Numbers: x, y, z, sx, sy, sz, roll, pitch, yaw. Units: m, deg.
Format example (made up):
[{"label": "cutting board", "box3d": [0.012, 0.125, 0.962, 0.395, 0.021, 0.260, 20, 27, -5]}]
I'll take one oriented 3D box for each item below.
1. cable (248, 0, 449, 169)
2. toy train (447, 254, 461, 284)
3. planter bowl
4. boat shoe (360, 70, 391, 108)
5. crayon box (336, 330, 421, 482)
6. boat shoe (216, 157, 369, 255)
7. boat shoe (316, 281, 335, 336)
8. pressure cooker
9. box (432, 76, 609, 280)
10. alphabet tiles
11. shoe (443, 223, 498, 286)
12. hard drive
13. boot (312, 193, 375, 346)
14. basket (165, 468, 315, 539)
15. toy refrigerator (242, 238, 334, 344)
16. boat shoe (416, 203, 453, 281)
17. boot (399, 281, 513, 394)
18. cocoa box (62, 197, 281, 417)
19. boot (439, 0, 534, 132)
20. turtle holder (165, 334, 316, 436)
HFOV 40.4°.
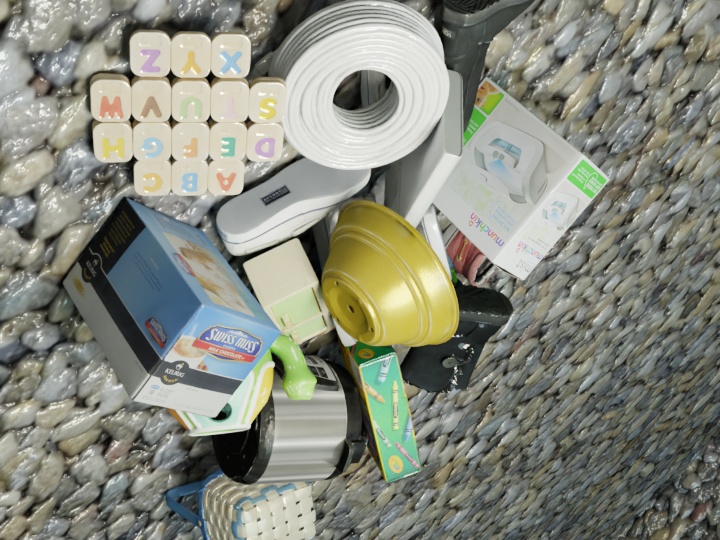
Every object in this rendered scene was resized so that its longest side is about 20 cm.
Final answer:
[{"label": "cable", "box3d": [-0.001, -0.202, 1.074, 0.199, 0.070, 0.200, 28, 122, -35]}, {"label": "toy train", "box3d": [0.047, 0.028, 1.420, 0.199, 0.085, 0.116, -28, 129, -12]}, {"label": "planter bowl", "box3d": [0.014, 0.026, 1.140, 0.083, 0.200, 0.201, -38, 146, -28]}, {"label": "boat shoe", "box3d": [0.041, -0.221, 1.162, 0.073, 0.065, 0.201, -35, 144, -11]}, {"label": "crayon box", "box3d": [0.026, 0.184, 1.392, 0.058, 0.119, 0.201, -18, 116, -10]}, {"label": "boat shoe", "box3d": [-0.080, -0.081, 1.189, 0.199, 0.074, 0.066, -22, 149, -10]}, {"label": "boat shoe", "box3d": [-0.003, 0.012, 1.362, 0.072, 0.072, 0.200, 3, 129, -53]}, {"label": "pressure cooker", "box3d": [-0.091, 0.208, 1.371, 0.199, 0.177, 0.178, 5, 156, -32]}, {"label": "box", "box3d": [0.191, -0.121, 1.291, 0.177, 0.200, 0.096, -50, 143, 12]}, {"label": "alphabet tiles", "box3d": [-0.176, -0.156, 1.011, 0.198, 0.015, 0.197, -2, 132, -14]}, {"label": "shoe", "box3d": [0.201, -0.075, 1.438, 0.071, 0.091, 0.201, 17, 114, -50]}, {"label": "hard drive", "box3d": [0.072, -0.125, 1.179, 0.026, 0.133, 0.200, 14, 143, -14]}, {"label": "boot", "box3d": [0.000, 0.000, 1.271, 0.095, 0.074, 0.201, -11, 111, 4]}, {"label": "basket", "box3d": [-0.172, 0.342, 1.439, 0.175, 0.200, 0.140, -14, 112, -33]}, {"label": "toy refrigerator", "box3d": [-0.086, 0.037, 1.244, 0.075, 0.070, 0.200, -25, 162, -5]}, {"label": "boat shoe", "box3d": [0.093, 0.005, 1.360, 0.066, 0.070, 0.201, -13, 120, 6]}, {"label": "boot", "box3d": [0.089, 0.091, 1.319, 0.199, 0.077, 0.169, 10, 128, -24]}, {"label": "cocoa box", "box3d": [-0.210, 0.041, 1.082, 0.131, 0.200, 0.133, -51, 143, 11]}, {"label": "boot", "box3d": [0.145, -0.261, 1.216, 0.164, 0.066, 0.201, -29, 144, -30]}, {"label": "turtle holder", "box3d": [-0.164, 0.135, 1.225, 0.184, 0.133, 0.141, 2, 164, -35]}]
